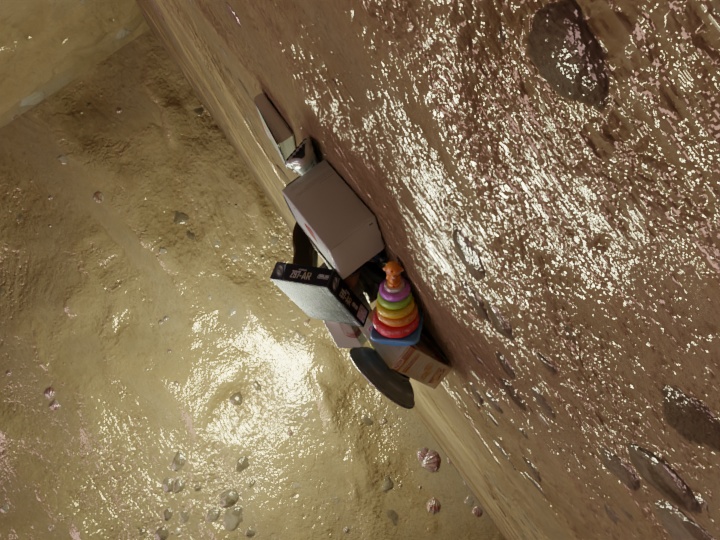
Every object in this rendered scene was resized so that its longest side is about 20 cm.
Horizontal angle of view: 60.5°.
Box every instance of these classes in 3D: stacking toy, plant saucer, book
[{"bbox_3d":[0.074,0.057,1.336,0.111,0.113,0.203,-74,-18,-47],"label":"stacking toy"},{"bbox_3d":[0.062,0.237,1.449,0.199,0.050,0.200,39,-172,-7],"label":"plant saucer"},{"bbox_3d":[-0.215,-0.353,1.575,0.135,0.047,0.200,58,175,7],"label":"book"}]

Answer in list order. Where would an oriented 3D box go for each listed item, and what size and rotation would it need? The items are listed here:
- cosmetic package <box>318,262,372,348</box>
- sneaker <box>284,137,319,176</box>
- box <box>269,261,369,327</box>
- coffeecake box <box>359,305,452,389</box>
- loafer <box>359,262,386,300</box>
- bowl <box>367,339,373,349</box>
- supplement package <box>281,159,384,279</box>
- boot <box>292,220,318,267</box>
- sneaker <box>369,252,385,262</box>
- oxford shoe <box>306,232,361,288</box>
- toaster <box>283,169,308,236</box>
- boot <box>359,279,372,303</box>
[{"bbox_3d":[-0.045,0.085,1.551,0.086,0.104,0.203,-6,123,37],"label":"cosmetic package"},{"bbox_3d":[-0.118,-0.239,1.367,0.081,0.075,0.200,45,-179,-10],"label":"sneaker"},{"bbox_3d":[-0.089,0.057,1.391,0.157,0.044,0.200,8,154,31],"label":"box"},{"bbox_3d":[0.109,0.187,1.490,0.199,0.073,0.154,32,-167,-46],"label":"coffeecake box"},{"bbox_3d":[0.009,0.004,1.490,0.071,0.064,0.200,17,-164,-24],"label":"loafer"},{"bbox_3d":[0.098,0.200,1.693,0.202,0.106,0.200,58,-177,-5],"label":"bowl"},{"bbox_3d":[-0.057,-0.109,1.309,0.201,0.119,0.122,50,171,31],"label":"supplement package"},{"bbox_3d":[-0.142,-0.048,1.650,0.155,0.070,0.205,91,-176,-78],"label":"boot"},{"bbox_3d":[-0.008,-0.043,1.425,0.078,0.085,0.200,56,172,-20],"label":"sneaker"},{"bbox_3d":[-0.069,-0.039,1.392,0.201,0.070,0.072,54,152,31],"label":"oxford shoe"},{"bbox_3d":[-0.112,-0.150,1.526,0.201,0.113,0.129,54,175,16],"label":"toaster"},{"bbox_3d":[0.000,0.000,1.612,0.156,0.072,0.200,51,180,-6],"label":"boot"}]
